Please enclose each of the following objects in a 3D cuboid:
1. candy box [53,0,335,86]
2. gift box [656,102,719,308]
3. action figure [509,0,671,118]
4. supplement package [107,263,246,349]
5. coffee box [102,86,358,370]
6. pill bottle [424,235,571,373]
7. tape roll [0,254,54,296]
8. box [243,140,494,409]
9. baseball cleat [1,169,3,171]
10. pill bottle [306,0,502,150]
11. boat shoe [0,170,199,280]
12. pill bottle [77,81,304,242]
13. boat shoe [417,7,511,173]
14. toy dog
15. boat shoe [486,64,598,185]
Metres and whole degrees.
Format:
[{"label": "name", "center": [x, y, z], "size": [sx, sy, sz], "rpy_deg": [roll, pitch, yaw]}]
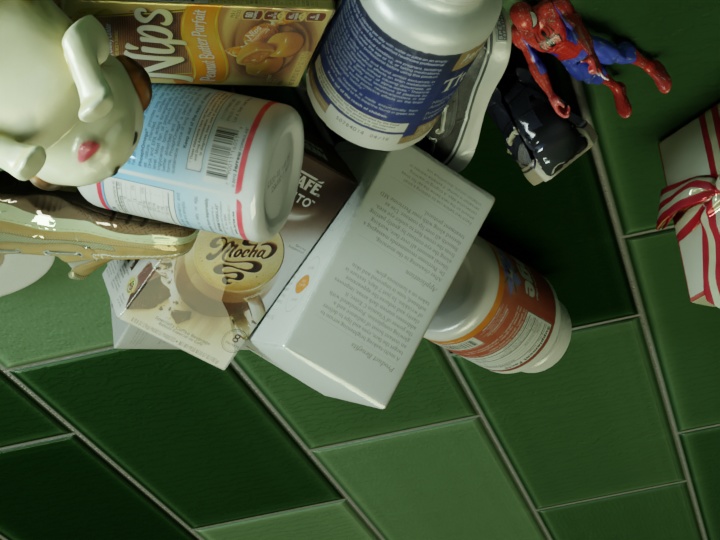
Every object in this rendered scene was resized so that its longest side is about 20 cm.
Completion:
[{"label": "candy box", "center": [-0.130, -0.188, 1.530], "size": [0.198, 0.056, 0.116], "rpy_deg": [-1, 155, -17]}, {"label": "gift box", "center": [0.385, -0.057, 1.829], "size": [0.186, 0.201, 0.184], "rpy_deg": [10, 146, -34]}, {"label": "action figure", "center": [0.185, -0.156, 1.659], "size": [0.065, 0.100, 0.199], "rpy_deg": [-33, 145, 26]}, {"label": "supplement package", "center": [-0.119, -0.003, 1.871], "size": [0.198, 0.122, 0.120], "rpy_deg": [2, 155, -20]}, {"label": "coffee box", "center": [-0.109, -0.034, 1.711], "size": [0.113, 0.080, 0.201], "rpy_deg": [28, 106, -29]}, {"label": "pill bottle", "center": [0.130, 0.038, 2.059], "size": [0.112, 0.113, 0.200], "rpy_deg": [-20, 154, 26]}, {"label": "tape roll", "center": [-0.373, -0.023, 1.846], "size": [0.201, 0.037, 0.203], "rpy_deg": [-7, 157, -3]}, {"label": "box", "center": [0.000, 0.000, 1.740], "size": [0.106, 0.201, 0.152], "rpy_deg": [31, 171, -18]}, {"label": "baseball cleat", "center": [-0.215, -0.099, 1.689], "size": [0.199, 0.070, 0.106], "rpy_deg": [-30, 142, 33]}, {"label": "pill bottle", "center": [0.038, -0.185, 1.516], "size": [0.110, 0.112, 0.200], "rpy_deg": [1, 151, -20]}, {"label": "boat shoe", "center": [-0.221, -0.029, 1.665], "size": [0.199, 0.072, 0.077], "rpy_deg": [11, 118, 20]}, {"label": "pill bottle", "center": [-0.151, -0.093, 1.593], "size": [0.198, 0.109, 0.109], "rpy_deg": [13, 160, 13]}, {"label": "boat shoe", "center": [0.066, -0.143, 1.678], "size": [0.067, 0.072, 0.200], "rpy_deg": [-4, 154, -15]}, {"label": "toy dog", "center": [-0.234, -0.131, 1.410], "size": [0.140, 0.194, 0.200], "rpy_deg": [-49, 123, -2]}, {"label": "boat shoe", "center": [0.149, -0.129, 1.754], "size": [0.075, 0.093, 0.200], "rpy_deg": [-38, 180, 1]}]
